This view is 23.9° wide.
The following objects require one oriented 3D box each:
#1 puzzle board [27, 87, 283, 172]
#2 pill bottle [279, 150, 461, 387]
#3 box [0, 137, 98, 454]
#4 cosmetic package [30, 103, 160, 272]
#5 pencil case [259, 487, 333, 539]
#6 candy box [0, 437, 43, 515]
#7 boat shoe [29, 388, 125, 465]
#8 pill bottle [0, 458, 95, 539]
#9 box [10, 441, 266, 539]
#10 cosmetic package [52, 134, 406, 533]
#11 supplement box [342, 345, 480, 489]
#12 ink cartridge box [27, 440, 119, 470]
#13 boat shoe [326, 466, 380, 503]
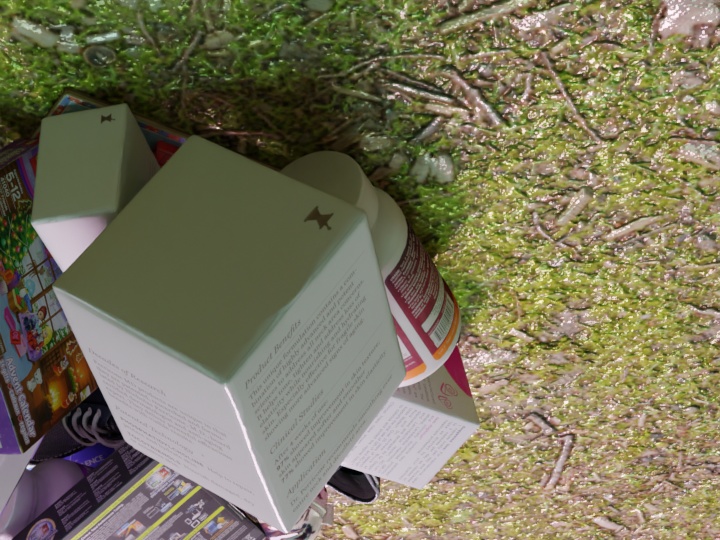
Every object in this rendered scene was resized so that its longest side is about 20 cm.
[{"bbox_3d":[-0.177,-0.064,1.359,0.198,0.018,0.151,20,138,-27],"label":"puzzle board"},{"bbox_3d":[0.000,0.000,1.375,0.109,0.110,0.200,-15,139,17],"label":"pill bottle"},{"bbox_3d":[-0.258,0.018,1.280,0.039,0.137,0.202,-2,114,27],"label":"box"},{"bbox_3d":[-0.183,-0.024,1.314,0.070,0.102,0.201,-8,144,10],"label":"cosmetic package"},{"bbox_3d":[-0.106,0.182,1.555,0.089,0.078,0.200,0,147,40],"label":"pencil case"},{"bbox_3d":[-0.375,0.156,1.334,0.198,0.169,0.072,5,138,21],"label":"candy box"},{"bbox_3d":[-0.237,0.126,1.507,0.200,0.093,0.075,-39,119,15],"label":"boat shoe"},{"bbox_3d":[-0.246,0.230,1.530,0.199,0.105,0.104,22,138,-39],"label":"pill bottle"},{"bbox_3d":[-0.202,0.243,1.465,0.200,0.044,0.160,-41,131,1],"label":"box"},{"bbox_3d":[-0.088,0.046,1.238,0.165,0.168,0.201,25,150,28],"label":"cosmetic package"},{"bbox_3d":[-0.006,0.105,1.517,0.198,0.102,0.104,20,126,-27],"label":"supplement box"},{"bbox_3d":[-0.220,0.195,1.626,0.196,0.043,0.201,-21,119,-2],"label":"ink cartridge box"},{"bbox_3d":[-0.040,0.168,1.643,0.071,0.068,0.200,-19,141,22],"label":"boat shoe"}]
